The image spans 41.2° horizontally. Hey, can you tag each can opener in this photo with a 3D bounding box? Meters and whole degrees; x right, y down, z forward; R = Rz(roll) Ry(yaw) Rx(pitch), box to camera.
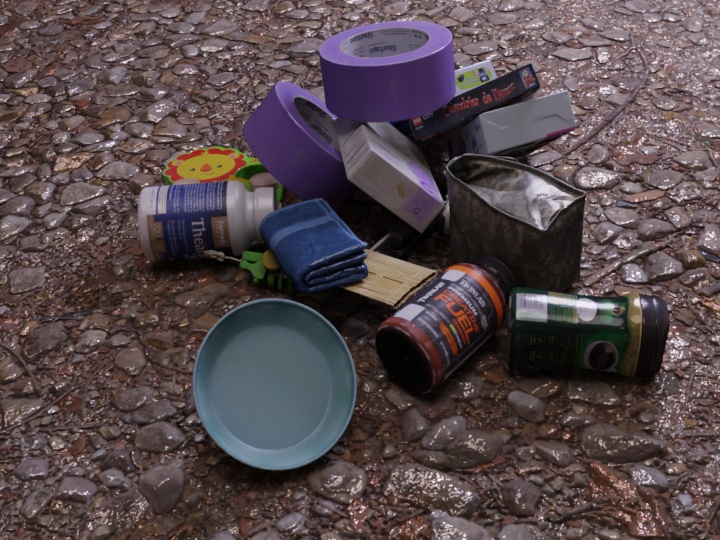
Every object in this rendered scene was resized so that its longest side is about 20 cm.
[{"bbox_3d":[0.043,-0.049,1.417,0.066,0.054,0.200,23,46,28],"label":"can opener"}]

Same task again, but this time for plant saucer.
[{"bbox_3d":[-0.103,0.136,1.139,0.197,0.036,0.203,5,72,-16],"label":"plant saucer"}]

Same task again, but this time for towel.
[{"bbox_3d":[-0.067,-0.040,1.306,0.110,0.049,0.200,-17,31,-14],"label":"towel"}]

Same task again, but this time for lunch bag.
[{"bbox_3d":[0.203,-0.062,1.330,0.199,0.165,0.117,31,56,34],"label":"lunch bag"}]

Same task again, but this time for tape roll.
[{"bbox_3d":[-0.078,-0.191,1.477,0.199,0.085,0.201,38,20,-16],"label":"tape roll"},{"bbox_3d":[0.040,-0.295,1.408,0.197,0.086,0.201,-6,30,3],"label":"tape roll"}]

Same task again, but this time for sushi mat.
[{"bbox_3d":[0.000,0.000,1.282,0.198,0.012,0.095,19,42,40],"label":"sushi mat"}]

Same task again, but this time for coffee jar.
[{"bbox_3d":[0.284,0.078,1.205,0.197,0.105,0.086,3,43,8],"label":"coffee jar"}]

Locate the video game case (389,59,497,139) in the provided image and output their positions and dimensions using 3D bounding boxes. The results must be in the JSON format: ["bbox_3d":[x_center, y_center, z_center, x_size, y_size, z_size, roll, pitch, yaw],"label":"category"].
[{"bbox_3d":[0.107,-0.265,1.577,0.179,0.200,0.046,-20,85,-19],"label":"video game case"}]

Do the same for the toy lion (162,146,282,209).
[{"bbox_3d":[-0.224,-0.149,1.561,0.197,0.070,0.193,-4,32,0],"label":"toy lion"}]

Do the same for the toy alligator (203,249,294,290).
[{"bbox_3d":[-0.130,0.001,1.377,0.197,0.059,0.055,1,80,6],"label":"toy alligator"}]

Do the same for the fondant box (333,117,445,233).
[{"bbox_3d":[0.039,-0.158,1.406,0.058,0.144,0.201,-46,26,20],"label":"fondant box"}]

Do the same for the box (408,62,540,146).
[{"bbox_3d":[0.171,-0.249,1.464,0.198,0.038,0.137,-23,1,6],"label":"box"}]

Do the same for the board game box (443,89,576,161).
[{"bbox_3d":[0.228,-0.211,1.494,0.145,0.065,0.200,-16,0,-10],"label":"board game box"}]

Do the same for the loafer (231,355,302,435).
[{"bbox_3d":[-0.107,0.135,1.197,0.072,0.072,0.200,20,46,27],"label":"loafer"}]

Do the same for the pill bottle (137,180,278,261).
[{"bbox_3d":[-0.223,-0.075,1.425,0.197,0.112,0.112,-5,40,0],"label":"pill bottle"}]

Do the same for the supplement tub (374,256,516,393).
[{"bbox_3d":[0.117,0.061,1.237,0.106,0.108,0.199,27,50,32],"label":"supplement tub"}]

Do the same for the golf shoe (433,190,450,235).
[{"bbox_3d":[0.195,-0.106,1.455,0.199,0.078,0.088,-33,53,-30],"label":"golf shoe"}]
